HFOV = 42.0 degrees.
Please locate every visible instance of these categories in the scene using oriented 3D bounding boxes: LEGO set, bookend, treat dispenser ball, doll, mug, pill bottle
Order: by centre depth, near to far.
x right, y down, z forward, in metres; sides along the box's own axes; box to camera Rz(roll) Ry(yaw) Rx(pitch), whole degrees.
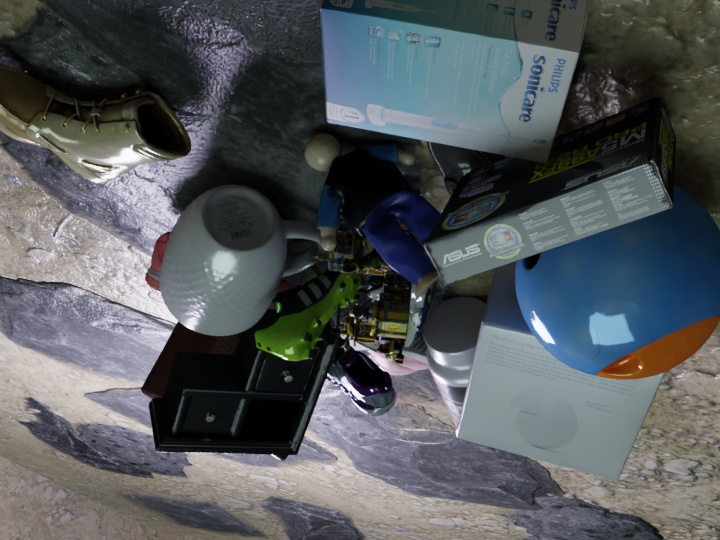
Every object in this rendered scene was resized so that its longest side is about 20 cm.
[{"bbox_3d":[0.251,0.005,0.908,0.200,0.201,0.201,12,154,6],"label":"treat dispenser ball"},{"bbox_3d":[0.014,-0.066,0.971,0.200,0.136,0.048,47,176,9],"label":"doll"},{"bbox_3d":[0.000,0.000,1.055,0.116,0.201,0.154,5,171,2],"label":"LEGO set"},{"bbox_3d":[-0.138,-0.022,1.147,0.199,0.148,0.175,-4,155,-20],"label":"mug"},{"bbox_3d":[-0.157,0.139,1.239,0.198,0.092,0.200,7,122,-24],"label":"bookend"},{"bbox_3d":[0.156,0.135,1.290,0.114,0.114,0.200,1,140,26],"label":"pill bottle"}]

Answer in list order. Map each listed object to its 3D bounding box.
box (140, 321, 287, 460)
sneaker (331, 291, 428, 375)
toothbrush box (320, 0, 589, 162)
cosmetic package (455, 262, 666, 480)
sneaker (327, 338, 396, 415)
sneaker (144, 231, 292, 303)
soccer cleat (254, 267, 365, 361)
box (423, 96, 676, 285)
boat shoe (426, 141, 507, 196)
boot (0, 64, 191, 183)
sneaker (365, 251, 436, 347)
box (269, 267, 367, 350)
[{"bbox_3d":[-0.195,0.171,1.465,0.200,0.165,0.166,11,157,39],"label":"box"},{"bbox_3d":[0.023,0.099,1.351,0.200,0.076,0.105,24,148,-26],"label":"sneaker"},{"bbox_3d":[0.074,-0.178,0.772,0.199,0.085,0.147,12,153,8],"label":"toothbrush box"},{"bbox_3d":[0.231,0.113,1.084,0.199,0.123,0.200,14,134,8],"label":"cosmetic package"},{"bbox_3d":[-0.031,0.117,1.308,0.200,0.074,0.088,32,153,17],"label":"sneaker"},{"bbox_3d":[-0.188,-0.005,1.254,0.200,0.087,0.074,10,-172,1],"label":"sneaker"},{"bbox_3d":[-0.058,0.035,1.158,0.081,0.200,0.068,12,129,23],"label":"soccer cleat"},{"bbox_3d":[0.167,-0.070,0.806,0.200,0.160,0.044,-20,108,28],"label":"box"},{"bbox_3d":[0.126,-0.081,0.957,0.072,0.065,0.200,-2,148,34],"label":"boat shoe"},{"bbox_3d":[-0.295,-0.167,1.003,0.155,0.073,0.200,-6,148,37],"label":"boot"},{"bbox_3d":[0.051,0.028,1.220,0.085,0.077,0.200,21,147,10],"label":"sneaker"},{"bbox_3d":[-0.087,0.060,1.381,0.144,0.036,0.200,-2,150,31],"label":"box"}]
